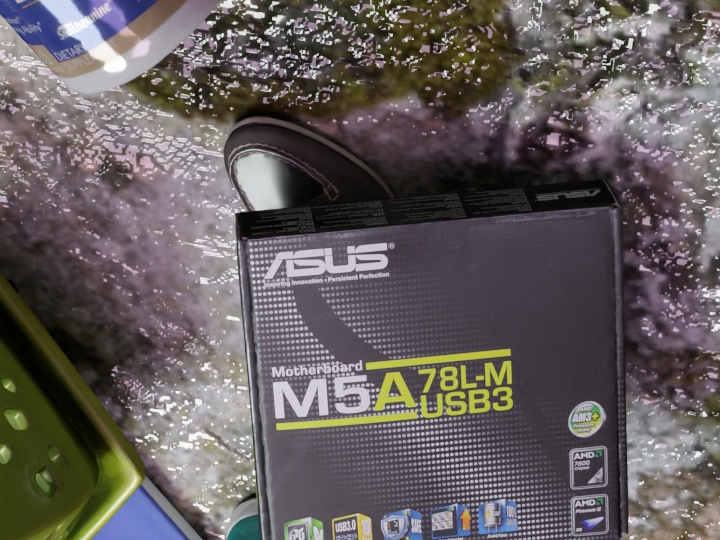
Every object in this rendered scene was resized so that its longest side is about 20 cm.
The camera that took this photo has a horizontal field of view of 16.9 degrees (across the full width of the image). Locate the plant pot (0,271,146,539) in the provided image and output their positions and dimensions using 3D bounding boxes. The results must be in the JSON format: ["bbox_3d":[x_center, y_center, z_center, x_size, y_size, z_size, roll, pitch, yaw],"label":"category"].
[{"bbox_3d":[-0.249,0.111,1.324,0.199,0.181,0.200,51,121,12],"label":"plant pot"}]

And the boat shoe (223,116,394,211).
[{"bbox_3d":[0.000,0.000,1.286,0.067,0.057,0.200,-30,118,32],"label":"boat shoe"}]

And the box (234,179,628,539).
[{"bbox_3d":[0.039,0.056,1.265,0.198,0.048,0.195,-4,115,-4],"label":"box"}]

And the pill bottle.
[{"bbox_3d":[-0.155,-0.189,1.118,0.111,0.111,0.200,-25,119,30],"label":"pill bottle"}]

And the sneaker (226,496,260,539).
[{"bbox_3d":[0.008,0.192,1.404,0.198,0.121,0.084,0,130,13],"label":"sneaker"}]

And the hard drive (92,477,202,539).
[{"bbox_3d":[-0.169,0.179,1.481,0.131,0.025,0.200,-30,118,15],"label":"hard drive"}]
